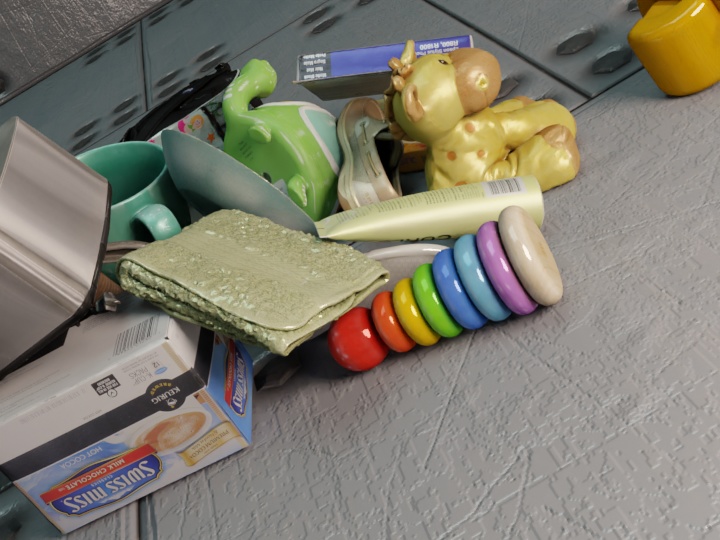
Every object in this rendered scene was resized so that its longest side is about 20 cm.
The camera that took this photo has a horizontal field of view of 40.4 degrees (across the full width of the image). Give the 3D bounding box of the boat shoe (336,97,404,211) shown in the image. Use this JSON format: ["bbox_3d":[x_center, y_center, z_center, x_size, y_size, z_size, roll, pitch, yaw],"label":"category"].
[{"bbox_3d":[0.018,-0.127,1.049,0.065,0.072,0.200,-27,34,24],"label":"boat shoe"}]

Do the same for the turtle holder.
[{"bbox_3d":[-0.086,-0.131,1.104,0.185,0.141,0.132,40,48,19],"label":"turtle holder"}]

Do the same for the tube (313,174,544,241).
[{"bbox_3d":[0.059,-0.047,0.864,0.199,0.058,0.052,-7,61,-6],"label":"tube"}]

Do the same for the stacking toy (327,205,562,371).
[{"bbox_3d":[0.059,0.026,0.799,0.199,0.085,0.085,-27,27,19],"label":"stacking toy"}]

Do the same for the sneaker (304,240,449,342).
[{"bbox_3d":[0.000,0.000,0.905,0.199,0.071,0.099,-19,28,21],"label":"sneaker"}]

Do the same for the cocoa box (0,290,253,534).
[{"bbox_3d":[-0.210,0.112,0.866,0.199,0.131,0.134,-27,28,10],"label":"cocoa box"}]

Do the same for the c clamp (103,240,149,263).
[{"bbox_3d":[-0.250,0.033,1.003,0.170,0.200,0.027,0,55,2],"label":"c clamp"}]

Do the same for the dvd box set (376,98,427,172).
[{"bbox_3d":[0.044,-0.166,1.176,0.199,0.029,0.146,-3,39,43],"label":"dvd box set"}]

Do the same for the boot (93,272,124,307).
[{"bbox_3d":[-0.288,0.079,0.976,0.199,0.155,0.074,-11,45,27],"label":"boot"}]

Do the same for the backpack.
[{"bbox_3d":[-0.235,-0.166,1.328,0.177,0.151,0.200,-11,24,48],"label":"backpack"}]

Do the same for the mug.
[{"bbox_3d":[-0.256,-0.043,1.033,0.151,0.115,0.185,-15,34,-1],"label":"mug"}]

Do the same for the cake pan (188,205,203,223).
[{"bbox_3d":[-0.172,-0.053,1.205,0.200,0.037,0.201,-25,28,14],"label":"cake pan"}]

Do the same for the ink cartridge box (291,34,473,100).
[{"bbox_3d":[0.032,-0.233,1.119,0.199,0.041,0.200,-6,4,7],"label":"ink cartridge box"}]

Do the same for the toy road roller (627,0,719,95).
[{"bbox_3d":[0.342,-0.237,0.901,0.146,0.123,0.200,-53,31,-8],"label":"toy road roller"}]

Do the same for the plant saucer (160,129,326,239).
[{"bbox_3d":[-0.124,-0.064,0.973,0.201,0.201,0.039,15,69,55],"label":"plant saucer"}]

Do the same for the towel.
[{"bbox_3d":[-0.090,0.002,0.813,0.199,0.037,0.148,19,35,32],"label":"towel"}]

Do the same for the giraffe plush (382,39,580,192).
[{"bbox_3d":[0.095,-0.145,0.944,0.200,0.162,0.173,-36,28,-9],"label":"giraffe plush"}]

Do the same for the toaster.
[{"bbox_3d":[-0.304,-0.011,0.832,0.200,0.119,0.181,-34,38,22],"label":"toaster"}]
